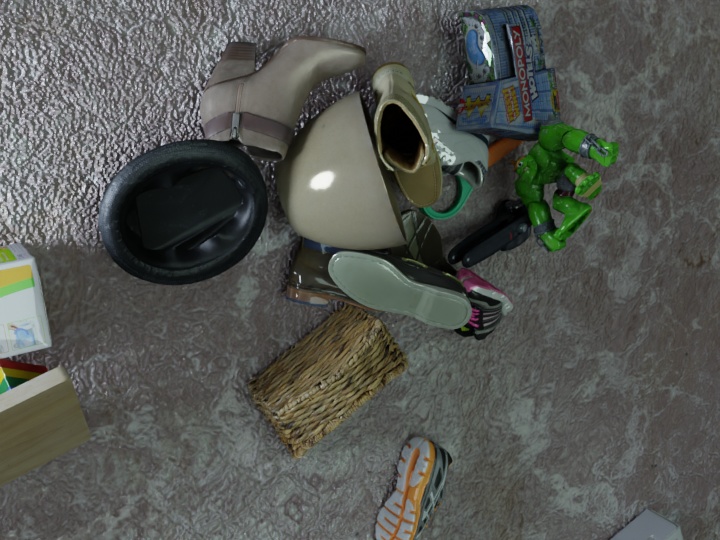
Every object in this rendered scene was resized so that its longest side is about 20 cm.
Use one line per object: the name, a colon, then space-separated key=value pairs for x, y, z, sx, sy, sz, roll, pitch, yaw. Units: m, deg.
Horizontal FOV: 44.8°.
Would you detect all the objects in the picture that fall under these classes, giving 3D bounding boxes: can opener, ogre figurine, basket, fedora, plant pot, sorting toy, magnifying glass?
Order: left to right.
sorting toy: x=-0.412 y=0.173 z=0.955 sx=0.199 sy=0.199 sz=0.070 roll=-26 pitch=69 yaw=-22
fedora: x=-0.214 y=-0.080 z=1.044 sx=0.199 sy=0.092 sz=0.202 roll=-11 pitch=120 yaw=-19
plant pot: x=-0.032 y=-0.110 z=1.111 sx=0.133 sy=0.201 sz=0.202 roll=-18 pitch=113 yaw=6
basket: x=-0.026 y=0.169 z=1.191 sx=0.200 sy=0.142 sz=0.150 roll=-38 pitch=117 yaw=-17
magnifying glass: x=0.164 y=-0.148 z=1.296 sx=0.200 sy=0.022 sz=0.080 roll=-37 pitch=116 yaw=-19
can opener: x=0.205 y=-0.052 z=1.295 sx=0.199 sy=0.063 sz=0.079 roll=-31 pitch=111 yaw=-42
ogre figurine: x=0.278 y=-0.128 z=1.233 sx=0.098 sy=0.120 sz=0.201 roll=-31 pitch=152 yaw=-14

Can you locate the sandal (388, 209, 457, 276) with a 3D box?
sandal: x=0.090 y=-0.015 z=1.272 sx=0.082 sy=0.055 sz=0.200 roll=-48 pitch=135 yaw=-5

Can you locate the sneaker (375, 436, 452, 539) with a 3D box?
sneaker: x=0.088 y=0.359 z=1.344 sx=0.077 sy=0.078 sz=0.201 roll=19 pitch=93 yaw=-41

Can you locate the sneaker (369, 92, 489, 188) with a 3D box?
sneaker: x=0.099 y=-0.179 z=1.204 sx=0.199 sy=0.076 sz=0.081 roll=17 pitch=68 yaw=-28

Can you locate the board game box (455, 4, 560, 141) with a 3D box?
board game box: x=0.201 y=-0.264 z=1.217 sx=0.199 sy=0.061 sz=0.202 roll=-25 pitch=110 yaw=-48

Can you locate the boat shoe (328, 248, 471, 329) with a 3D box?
boat shoe: x=0.052 y=0.016 z=1.159 sx=0.200 sy=0.061 sz=0.072 roll=23 pitch=119 yaw=-9

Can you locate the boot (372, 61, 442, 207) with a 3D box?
boot: x=0.062 y=-0.145 z=1.099 sx=0.072 sy=0.156 sz=0.201 roll=-12 pitch=118 yaw=7

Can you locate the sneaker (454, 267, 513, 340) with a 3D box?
sneaker: x=0.168 y=0.058 z=1.285 sx=0.088 sy=0.074 sz=0.200 roll=-55 pitch=158 yaw=2

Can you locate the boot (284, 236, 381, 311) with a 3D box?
boot: x=0.000 y=0.000 z=1.193 sx=0.198 sy=0.075 sz=0.098 roll=4 pitch=102 yaw=-19

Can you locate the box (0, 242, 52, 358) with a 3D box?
box: x=-0.448 y=0.046 z=0.935 sx=0.199 sy=0.112 sz=0.102 roll=-13 pitch=106 yaw=-26

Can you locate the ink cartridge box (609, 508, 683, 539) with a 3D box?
ink cartridge box: x=0.546 y=0.578 z=1.654 sx=0.145 sy=0.087 sz=0.201 roll=-32 pitch=117 yaw=-20

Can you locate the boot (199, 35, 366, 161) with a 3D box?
boot: x=-0.094 y=-0.204 z=1.058 sx=0.198 sy=0.070 sz=0.147 roll=1 pitch=72 yaw=5
